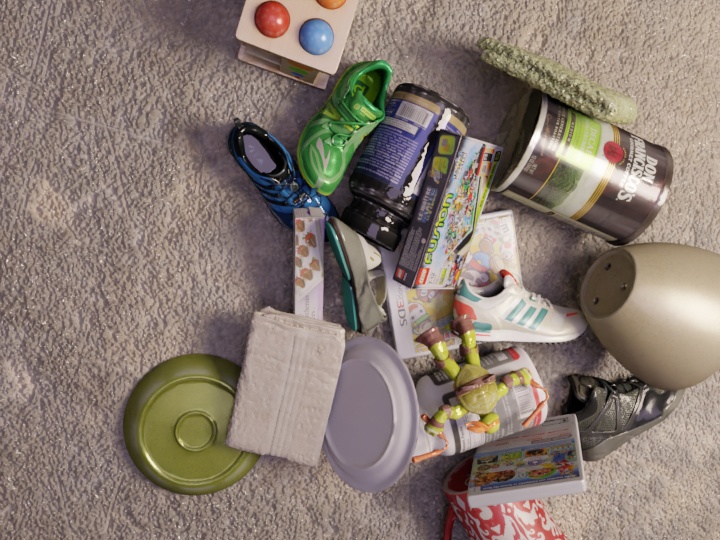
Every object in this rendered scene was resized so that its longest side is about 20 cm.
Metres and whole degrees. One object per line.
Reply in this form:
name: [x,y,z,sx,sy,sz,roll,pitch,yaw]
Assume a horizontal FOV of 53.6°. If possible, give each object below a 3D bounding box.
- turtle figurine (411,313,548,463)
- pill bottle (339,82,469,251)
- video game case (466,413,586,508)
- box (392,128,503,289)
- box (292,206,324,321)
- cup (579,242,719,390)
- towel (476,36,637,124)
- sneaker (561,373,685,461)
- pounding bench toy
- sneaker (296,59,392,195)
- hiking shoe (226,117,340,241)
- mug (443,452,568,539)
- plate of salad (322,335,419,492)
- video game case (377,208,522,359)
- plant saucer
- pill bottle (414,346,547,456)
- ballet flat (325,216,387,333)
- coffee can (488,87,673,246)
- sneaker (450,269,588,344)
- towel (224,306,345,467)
turtle figurine: [0.130,0.146,0.906,0.199,0.064,0.162,-24,74,-8]
pill bottle: [0.053,-0.132,0.939,0.111,0.112,0.201,28,89,-11]
video game case: [0.219,0.247,0.941,0.142,0.200,0.018,-14,98,16]
box: [0.114,-0.074,0.926,0.110,0.035,0.202,0,111,-51]
box: [-0.070,0.017,0.942,0.038,0.042,0.202,-1,114,-8]
cup: [0.382,0.042,0.955,0.142,0.200,0.202,22,92,-20]
towel: [0.252,-0.243,0.909,0.199,0.148,0.037,36,115,23]
sneaker: [0.380,0.181,1.043,0.199,0.076,0.115,-33,106,1]
pounding bench toy: [-0.065,-0.348,0.877,0.123,0.156,0.202,17,93,-10]
sneaker: [-0.019,-0.193,0.915,0.074,0.083,0.201,30,74,-22]
hiking shoe: [-0.102,-0.110,0.931,0.200,0.087,0.074,44,88,-11]
mug: [0.195,0.376,1.009,0.177,0.133,0.201,-32,96,-6]
plate of salad: [0.011,0.188,0.943,0.048,0.199,0.202,6,96,-41]
video game case: [0.133,0.019,1.014,0.198,0.023,0.184,-11,98,-8]
plant saucer: [-0.224,0.216,0.974,0.198,0.031,0.202,-1,97,-9]
pill bottle: [0.145,0.187,0.987,0.198,0.114,0.115,-17,98,-6]
ballet flat: [0.000,0.000,0.938,0.063,0.068,0.201,-22,134,-11]
coffee can: [0.290,-0.137,0.960,0.199,0.146,0.147,22,92,-10]
sneaker: [0.223,0.048,0.983,0.198,0.070,0.094,0,102,-6]
towel: [-0.098,0.154,0.944,0.131,0.034,0.202,14,100,-2]
